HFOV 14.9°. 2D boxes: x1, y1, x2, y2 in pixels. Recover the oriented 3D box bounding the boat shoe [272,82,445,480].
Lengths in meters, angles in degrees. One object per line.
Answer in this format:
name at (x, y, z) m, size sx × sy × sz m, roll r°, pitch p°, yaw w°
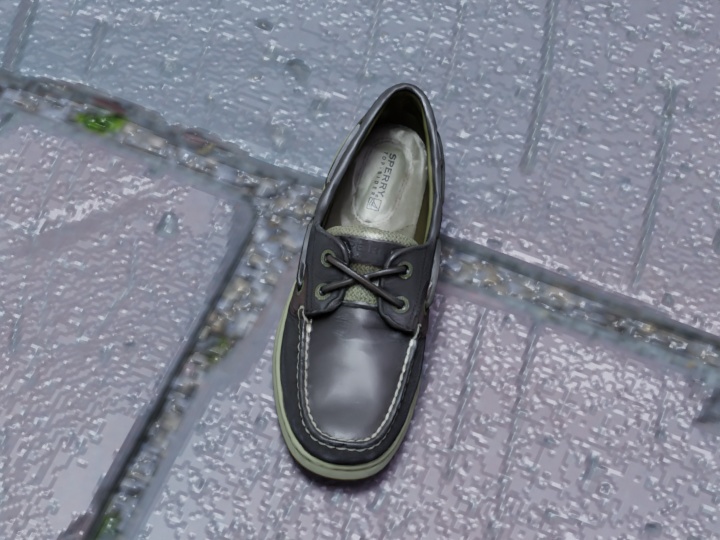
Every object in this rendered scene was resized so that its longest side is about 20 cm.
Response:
boat shoe at (0.000, 0.000, 1.277) m, size 0.073 × 0.065 × 0.201 m, roll 7°, pitch 56°, yaw -1°
